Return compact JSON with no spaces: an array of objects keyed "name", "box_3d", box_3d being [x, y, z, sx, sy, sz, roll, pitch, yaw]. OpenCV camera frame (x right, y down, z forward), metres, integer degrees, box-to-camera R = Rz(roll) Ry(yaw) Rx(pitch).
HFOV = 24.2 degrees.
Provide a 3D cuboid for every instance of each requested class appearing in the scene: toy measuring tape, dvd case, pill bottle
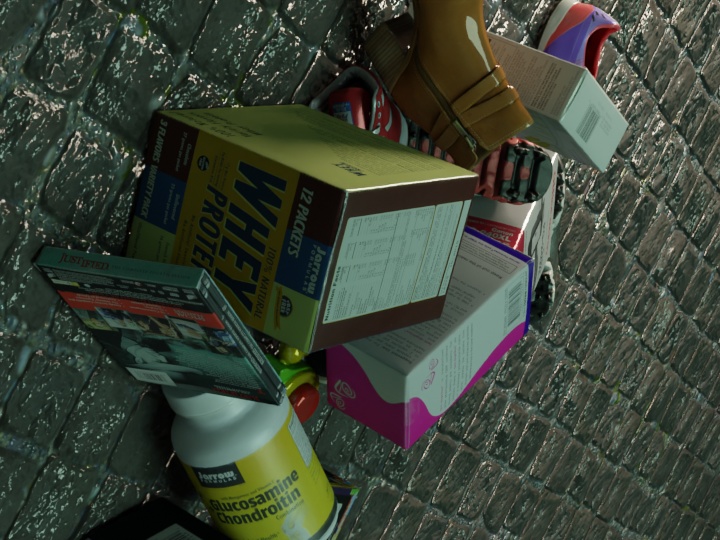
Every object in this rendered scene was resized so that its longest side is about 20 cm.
[{"name":"toy measuring tape","box_3d":[-0.084,0.145,1.613,0.073,0.073,0.201,-22,139,-51]},{"name":"dvd case","box_3d":[-0.155,0.047,1.341,0.200,0.145,0.022,62,42,-54]},{"name":"pill bottle","box_3d":[-0.103,0.164,1.515,0.112,0.112,0.201,-45,126,-31]}]

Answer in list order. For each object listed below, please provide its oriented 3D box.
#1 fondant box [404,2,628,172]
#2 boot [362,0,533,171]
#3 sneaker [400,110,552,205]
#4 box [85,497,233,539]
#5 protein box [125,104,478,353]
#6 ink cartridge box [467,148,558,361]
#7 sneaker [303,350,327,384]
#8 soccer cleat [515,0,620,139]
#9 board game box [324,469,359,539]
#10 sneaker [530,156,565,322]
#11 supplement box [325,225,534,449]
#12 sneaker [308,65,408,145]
[{"name":"fondant box","box_3d":[0.141,-0.173,1.595,0.058,0.199,0.144,-61,151,-3]},{"name":"boot","box_3d":[0.097,-0.185,1.462,0.077,0.156,0.200,-32,173,-47]},{"name":"sneaker","box_3d":[0.089,-0.114,1.669,0.199,0.098,0.071,12,94,-29]},{"name":"box","box_3d":[-0.172,0.334,1.522,0.104,0.148,0.201,-25,131,-49]},{"name":"protein box","box_3d":[-0.047,-0.042,1.389,0.200,0.198,0.136,-11,120,-56]},{"name":"ink cartridge box","box_3d":[0.144,-0.026,1.773,0.200,0.083,0.146,-60,157,-48]},{"name":"sneaker","box_3d":[-0.001,-0.001,1.612,0.203,0.077,0.146,-56,155,-23]},{"name":"soccer cleat","box_3d":[0.214,-0.195,1.827,0.068,0.073,0.201,17,97,-61]},{"name":"board game box","box_3d":[-0.086,0.295,1.697,0.201,0.056,0.165,-64,161,-2]},{"name":"sneaker","box_3d":[0.198,-0.045,1.930,0.091,0.066,0.201,-48,141,-82]},{"name":"supplement box","box_3d":[0.066,0.058,1.588,0.200,0.103,0.102,-41,146,-36]},{"name":"sneaker","box_3d":[-0.001,-0.089,1.509,0.113,0.071,0.201,55,31,-54]}]
